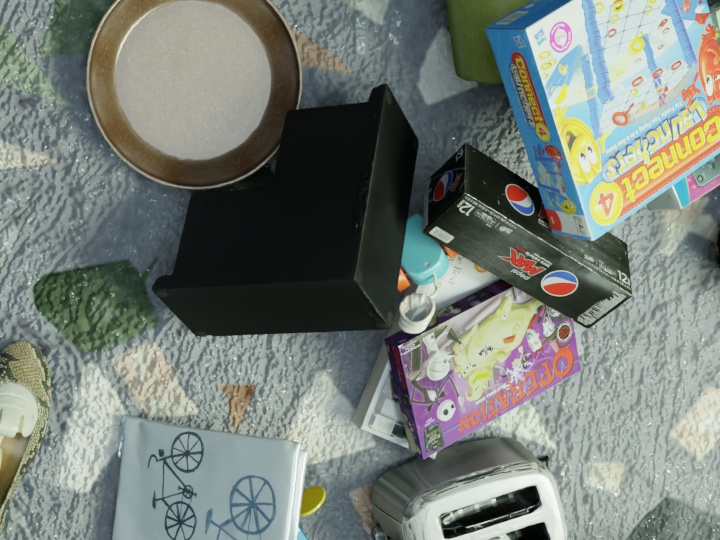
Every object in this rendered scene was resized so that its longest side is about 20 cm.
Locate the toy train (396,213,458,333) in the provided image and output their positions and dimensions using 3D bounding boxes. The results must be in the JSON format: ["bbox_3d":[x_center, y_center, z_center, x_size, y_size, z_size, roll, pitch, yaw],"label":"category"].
[{"bbox_3d":[0.000,0.000,1.317,0.198,0.056,0.152,13,68,28],"label":"toy train"}]

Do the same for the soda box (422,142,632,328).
[{"bbox_3d":[0.151,-0.029,1.280,0.199,0.071,0.063,30,130,-23],"label":"soda box"}]

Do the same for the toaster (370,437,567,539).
[{"bbox_3d":[0.111,0.230,1.338,0.198,0.129,0.115,-14,97,-9],"label":"toaster"}]

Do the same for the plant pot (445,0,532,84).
[{"bbox_3d":[0.150,-0.270,1.296,0.198,0.200,0.187,-5,106,-10],"label":"plant pot"}]

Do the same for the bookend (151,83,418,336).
[{"bbox_3d":[-0.064,-0.051,1.283,0.198,0.092,0.201,-4,59,22],"label":"bookend"}]

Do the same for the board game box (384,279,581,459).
[{"bbox_3d":[0.119,0.080,1.336,0.199,0.032,0.121,-26,119,-27],"label":"board game box"}]

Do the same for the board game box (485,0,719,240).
[{"bbox_3d":[0.224,-0.161,1.229,0.199,0.056,0.198,-33,115,-24],"label":"board game box"}]

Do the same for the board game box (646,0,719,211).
[{"bbox_3d":[0.338,-0.168,1.367,0.199,0.064,0.149,-31,101,-16],"label":"board game box"}]

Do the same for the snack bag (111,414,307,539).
[{"bbox_3d":[-0.146,0.238,1.293,0.198,0.021,0.191,5,88,26],"label":"snack bag"}]

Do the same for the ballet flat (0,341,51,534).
[{"bbox_3d":[-0.327,0.166,1.283,0.067,0.075,0.202,18,90,-10],"label":"ballet flat"}]

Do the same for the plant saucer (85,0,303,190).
[{"bbox_3d":[-0.153,-0.176,1.312,0.198,0.037,0.203,-1,93,-10],"label":"plant saucer"}]

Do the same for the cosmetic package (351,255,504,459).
[{"bbox_3d":[0.069,0.070,1.360,0.082,0.051,0.202,22,89,-13],"label":"cosmetic package"}]

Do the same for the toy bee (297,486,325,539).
[{"bbox_3d":[-0.072,0.257,1.318,0.199,0.109,0.132,35,87,-10],"label":"toy bee"}]

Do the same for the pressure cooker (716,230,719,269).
[{"bbox_3d":[0.467,-0.014,1.364,0.199,0.176,0.180,36,71,-11],"label":"pressure cooker"}]
